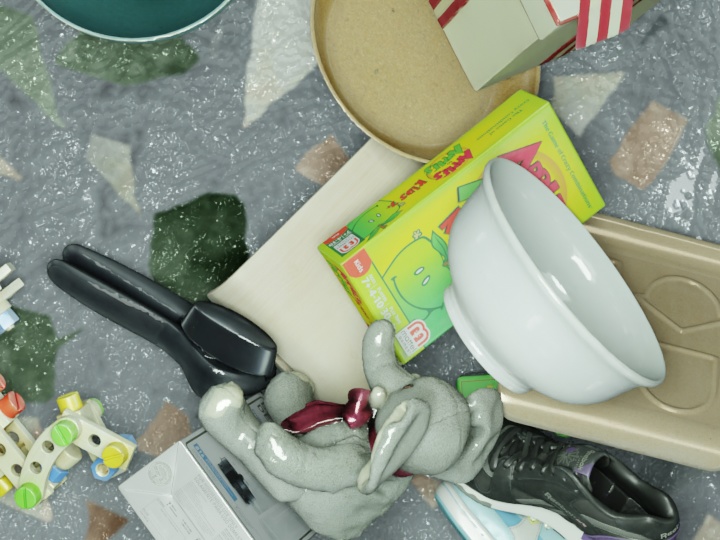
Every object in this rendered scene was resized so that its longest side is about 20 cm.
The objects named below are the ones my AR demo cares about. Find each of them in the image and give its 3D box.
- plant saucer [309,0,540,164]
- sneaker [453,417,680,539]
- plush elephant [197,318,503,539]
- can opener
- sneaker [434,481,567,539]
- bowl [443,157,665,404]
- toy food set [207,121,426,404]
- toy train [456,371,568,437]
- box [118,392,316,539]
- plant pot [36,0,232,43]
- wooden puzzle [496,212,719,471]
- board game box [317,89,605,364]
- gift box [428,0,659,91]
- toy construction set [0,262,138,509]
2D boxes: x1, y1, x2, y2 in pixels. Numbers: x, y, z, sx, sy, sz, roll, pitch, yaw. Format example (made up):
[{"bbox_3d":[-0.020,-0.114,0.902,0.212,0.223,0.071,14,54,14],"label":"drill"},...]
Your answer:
[{"bbox_3d":[0.045,-0.170,1.690,0.199,0.035,0.201,9,69,-24],"label":"plant saucer"},{"bbox_3d":[0.148,0.145,1.611,0.199,0.088,0.076,28,57,12],"label":"sneaker"},{"bbox_3d":[0.009,0.114,1.571,0.155,0.165,0.200,-44,70,16],"label":"plush elephant"},{"bbox_3d":[-0.151,0.035,1.691,0.199,0.063,0.079,29,115,14],"label":"can opener"},{"bbox_3d":[0.161,0.200,1.674,0.200,0.080,0.131,44,88,-7],"label":"sneaker"},{"bbox_3d":[0.123,0.025,1.565,0.090,0.201,0.201,-39,87,17],"label":"bowl"},{"bbox_3d":[0.000,0.000,1.703,0.200,0.060,0.144,-45,99,-2],"label":"toy food set"},{"bbox_3d":[0.168,0.099,1.701,0.199,0.042,0.057,-4,75,-1],"label":"toy train"},{"bbox_3d":[-0.091,0.166,1.608,0.060,0.200,0.117,-38,86,15],"label":"box"},{"bbox_3d":[-0.167,-0.266,1.674,0.199,0.135,0.201,0,88,0],"label":"plant pot"},{"bbox_3d":[0.200,0.053,1.672,0.184,0.046,0.201,14,53,-2],"label":"wooden puzzle"},{"bbox_3d":[0.077,-0.034,1.642,0.200,0.048,0.102,-38,118,-10],"label":"board game box"},{"bbox_3d":[0.139,-0.245,1.626,0.200,0.187,0.185,-30,87,-25],"label":"gift box"},{"bbox_3d":[-0.267,0.097,1.668,0.131,0.092,0.200,-39,78,21],"label":"toy construction set"}]
